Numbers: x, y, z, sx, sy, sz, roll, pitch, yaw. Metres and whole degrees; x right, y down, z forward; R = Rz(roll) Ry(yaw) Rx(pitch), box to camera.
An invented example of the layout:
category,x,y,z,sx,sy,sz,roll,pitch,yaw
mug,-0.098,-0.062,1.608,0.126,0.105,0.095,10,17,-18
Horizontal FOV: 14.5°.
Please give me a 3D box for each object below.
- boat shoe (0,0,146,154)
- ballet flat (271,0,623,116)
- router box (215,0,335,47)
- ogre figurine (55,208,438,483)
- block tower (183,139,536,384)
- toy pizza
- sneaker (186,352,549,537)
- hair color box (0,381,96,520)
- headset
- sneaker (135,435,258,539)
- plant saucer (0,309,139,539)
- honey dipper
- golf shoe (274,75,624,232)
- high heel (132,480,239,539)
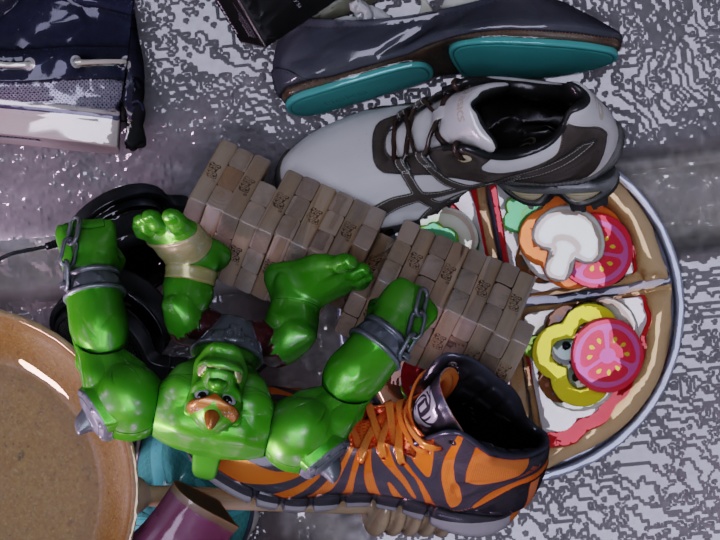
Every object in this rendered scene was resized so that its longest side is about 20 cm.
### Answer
category,x,y,z,sx,sy,sz,roll,pitch,yaw
boat shoe,-0.217,-0.122,1.605,0.199,0.075,0.093,6,87,-5
ballet flat,0.045,-0.137,1.589,0.199,0.073,0.073,-9,92,9
router box,-0.049,-0.245,1.549,0.149,0.051,0.200,-35,109,-13
ogre figurine,-0.067,0.044,1.491,0.199,0.098,0.120,17,69,-19
block tower,0.000,0.000,1.560,0.199,0.058,0.054,25,137,1
toy pizza,0.085,0.022,1.611,0.199,0.032,0.201,0,93,3
sneaker,0.009,0.082,1.540,0.199,0.112,0.078,8,57,-12
hair color box,-0.235,0.128,1.597,0.199,0.102,0.061,-25,89,2
headset,-0.139,0.016,1.590,0.199,0.094,0.124,10,50,-8
sneaker,-0.102,0.165,1.603,0.077,0.080,0.201,8,92,2
plant saucer,-0.214,0.120,1.523,0.199,0.035,0.201,-1,83,7
honey dipper,-0.044,0.128,1.584,0.199,0.038,0.038,4,93,-20
golf shoe,0.044,-0.075,1.565,0.199,0.095,0.078,-8,63,9
high heel,-0.059,0.196,1.566,0.200,0.067,0.096,34,97,-26
